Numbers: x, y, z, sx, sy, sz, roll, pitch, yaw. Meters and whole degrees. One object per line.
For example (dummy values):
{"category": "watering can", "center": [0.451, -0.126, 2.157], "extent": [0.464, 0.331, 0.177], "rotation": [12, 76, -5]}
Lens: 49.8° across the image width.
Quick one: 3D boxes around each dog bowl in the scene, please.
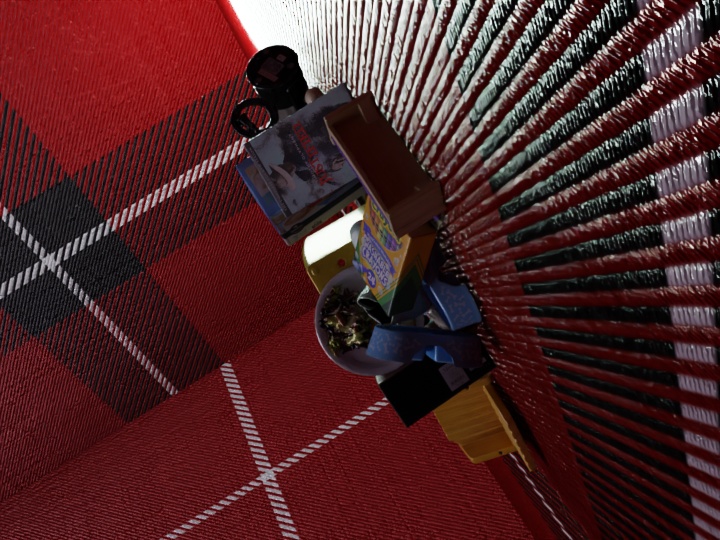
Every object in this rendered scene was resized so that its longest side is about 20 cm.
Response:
{"category": "dog bowl", "center": [0.122, 0.007, 1.260], "extent": [0.201, 0.049, 0.111], "rotation": [60, 177, 4]}
{"category": "dog bowl", "center": [0.109, 0.124, 1.289], "extent": [0.111, 0.198, 0.050], "rotation": [-157, 73, -81]}

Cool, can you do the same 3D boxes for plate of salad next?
{"category": "plate of salad", "center": [0.014, 0.089, 1.380], "extent": [0.201, 0.199, 0.048], "rotation": [59, -171, 0]}

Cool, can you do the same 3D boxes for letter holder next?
{"category": "letter holder", "center": [0.131, 0.176, 1.455], "extent": [0.101, 0.199, 0.142], "rotation": [56, -179, -13]}

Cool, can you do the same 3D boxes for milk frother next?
{"category": "milk frother", "center": [-0.183, -0.342, 1.683], "extent": [0.181, 0.199, 0.188], "rotation": [53, 175, 29]}

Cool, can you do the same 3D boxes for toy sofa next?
{"category": "toy sofa", "center": [0.034, -0.142, 1.082], "extent": [0.201, 0.082, 0.098], "rotation": [58, 176, 27]}

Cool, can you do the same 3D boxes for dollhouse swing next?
{"category": "dollhouse swing", "center": [0.242, 0.325, 1.578], "extent": [0.201, 0.180, 0.176], "rotation": [61, -163, -25]}

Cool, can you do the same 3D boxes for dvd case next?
{"category": "dvd case", "center": [-0.075, -0.197, 1.286], "extent": [0.147, 0.199, 0.022], "rotation": [60, -165, -11]}

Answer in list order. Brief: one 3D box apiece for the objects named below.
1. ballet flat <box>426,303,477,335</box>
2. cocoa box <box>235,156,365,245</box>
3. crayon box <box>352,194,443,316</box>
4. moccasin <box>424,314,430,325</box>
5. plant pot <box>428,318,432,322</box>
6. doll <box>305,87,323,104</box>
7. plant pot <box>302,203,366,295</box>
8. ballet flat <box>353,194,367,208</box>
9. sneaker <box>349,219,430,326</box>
{"category": "ballet flat", "center": [0.128, 0.042, 1.365], "extent": [0.075, 0.068, 0.201], "rotation": [0, -126, -52]}
{"category": "cocoa box", "center": [-0.100, -0.171, 1.413], "extent": [0.134, 0.199, 0.131], "rotation": [55, 177, 23]}
{"category": "crayon box", "center": [0.051, -0.045, 1.183], "extent": [0.126, 0.051, 0.201], "rotation": [56, 147, 36]}
{"category": "moccasin", "center": [0.112, 0.095, 1.646], "extent": [0.200, 0.080, 0.069], "rotation": [131, 124, -67]}
{"category": "plant pot", "center": [0.162, 0.190, 1.766], "extent": [0.201, 0.133, 0.200], "rotation": [59, 177, 6]}
{"category": "doll", "center": [-0.074, -0.276, 1.553], "extent": [0.136, 0.048, 0.202], "rotation": [12, -118, -60]}
{"category": "plant pot", "center": [0.000, 0.000, 1.489], "extent": [0.201, 0.199, 0.176], "rotation": [59, -163, -8]}
{"category": "ballet flat", "center": [0.016, -0.157, 1.629], "extent": [0.064, 0.067, 0.201], "rotation": [-14, 110, 58]}
{"category": "sneaker", "center": [0.025, 0.002, 1.311], "extent": [0.201, 0.118, 0.074], "rotation": [53, 131, 14]}
